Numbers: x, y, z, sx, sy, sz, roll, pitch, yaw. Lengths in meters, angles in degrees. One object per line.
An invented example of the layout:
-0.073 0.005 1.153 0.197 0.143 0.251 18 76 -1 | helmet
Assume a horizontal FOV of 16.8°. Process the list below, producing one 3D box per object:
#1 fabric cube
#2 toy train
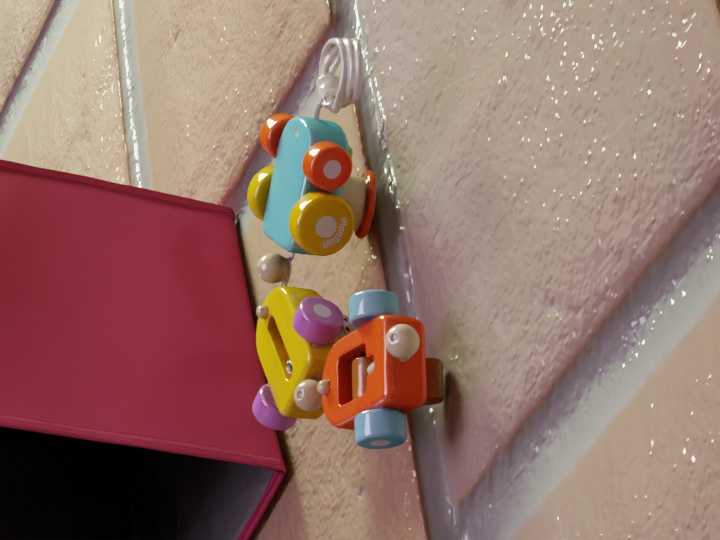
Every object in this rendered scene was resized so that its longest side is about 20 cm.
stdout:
-0.177 0.083 1.318 0.199 0.196 0.200 -105 34 -44 | fabric cube
0.000 0.000 1.139 0.150 0.056 0.200 -41 48 53 | toy train
